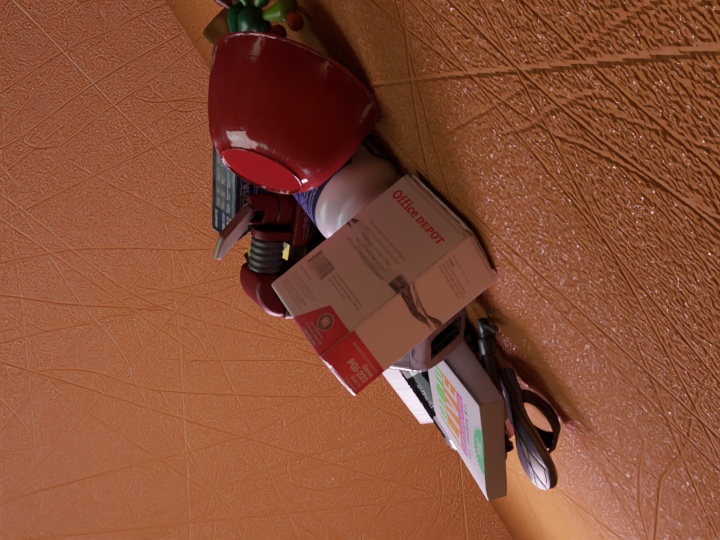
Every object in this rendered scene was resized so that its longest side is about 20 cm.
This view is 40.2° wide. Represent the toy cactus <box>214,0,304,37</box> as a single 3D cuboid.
[{"bbox_3d":[-0.141,-0.272,1.153,0.201,0.101,0.167,59,135,39],"label":"toy cactus"}]

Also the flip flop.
[{"bbox_3d":[0.216,0.187,1.221,0.201,0.056,0.082,-97,-4,-64],"label":"flip flop"}]

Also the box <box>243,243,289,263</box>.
[{"bbox_3d":[-0.105,-0.057,1.491,0.049,0.201,0.076,6,-134,-37],"label":"box"}]

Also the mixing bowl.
[{"bbox_3d":[-0.089,-0.154,1.066,0.197,0.110,0.201,20,163,6],"label":"mixing bowl"}]

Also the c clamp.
[{"bbox_3d":[0.168,0.154,1.260,0.171,0.027,0.204,-91,-9,-81],"label":"c clamp"}]

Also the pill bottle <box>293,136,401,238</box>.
[{"bbox_3d":[-0.016,-0.102,1.194,0.201,0.119,0.120,53,175,39],"label":"pill bottle"}]

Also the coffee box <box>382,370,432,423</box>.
[{"bbox_3d":[0.093,0.132,1.558,0.079,0.114,0.201,-13,123,44],"label":"coffee box"}]

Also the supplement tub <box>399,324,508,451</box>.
[{"bbox_3d":[0.129,0.147,1.431,0.201,0.122,0.123,55,176,2],"label":"supplement tub"}]

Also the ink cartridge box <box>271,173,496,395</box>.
[{"bbox_3d":[0.024,0.011,1.052,0.085,0.199,0.146,51,180,-41],"label":"ink cartridge box"}]

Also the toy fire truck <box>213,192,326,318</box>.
[{"bbox_3d":[-0.121,-0.024,1.290,0.128,0.197,0.179,35,120,53],"label":"toy fire truck"}]

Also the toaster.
[{"bbox_3d":[0.046,0.051,1.180,0.199,0.127,0.116,-28,-58,-59],"label":"toaster"}]

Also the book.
[{"bbox_3d":[0.138,0.179,1.259,0.200,0.047,0.136,-125,26,-65],"label":"book"}]

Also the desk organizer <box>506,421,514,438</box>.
[{"bbox_3d":[0.179,0.215,1.673,0.200,0.076,0.072,51,175,45],"label":"desk organizer"}]

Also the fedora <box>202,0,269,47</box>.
[{"bbox_3d":[-0.181,-0.341,1.482,0.202,0.081,0.201,55,175,6],"label":"fedora"}]

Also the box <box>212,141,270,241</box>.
[{"bbox_3d":[-0.127,-0.155,1.305,0.046,0.158,0.202,33,140,23],"label":"box"}]
